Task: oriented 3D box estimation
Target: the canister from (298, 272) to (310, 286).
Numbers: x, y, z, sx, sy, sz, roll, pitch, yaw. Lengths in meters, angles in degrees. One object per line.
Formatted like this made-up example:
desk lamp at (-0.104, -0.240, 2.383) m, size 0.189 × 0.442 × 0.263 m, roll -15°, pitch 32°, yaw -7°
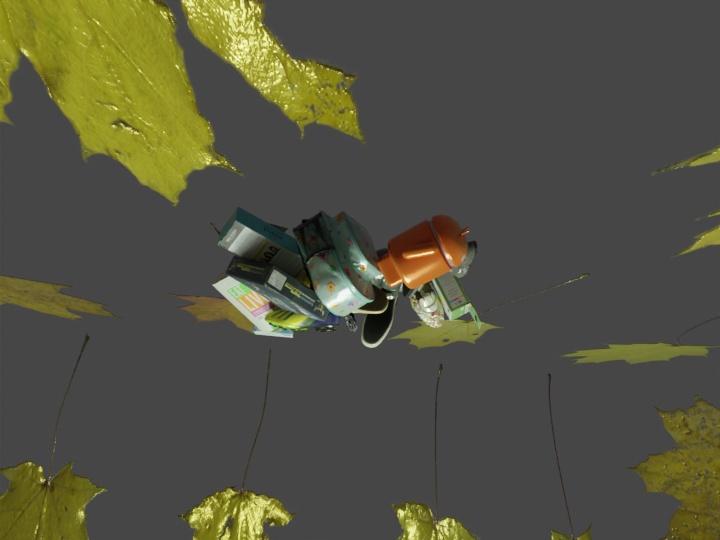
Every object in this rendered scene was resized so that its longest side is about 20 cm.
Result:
canister at (-0.190, 0.015, 1.408) m, size 0.196 × 0.088 × 0.149 m, roll 7°, pitch -157°, yaw -2°

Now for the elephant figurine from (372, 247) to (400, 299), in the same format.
elephant figurine at (0.000, 0.000, 1.283) m, size 0.196 × 0.158 × 0.141 m, roll 8°, pitch -165°, yaw -22°

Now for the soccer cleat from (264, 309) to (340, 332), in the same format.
soccer cleat at (-0.142, 0.108, 1.308) m, size 0.196 × 0.086 × 0.065 m, roll 0°, pitch 169°, yaw 17°

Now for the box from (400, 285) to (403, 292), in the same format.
box at (0.124, 0.022, 1.502) m, size 0.196 × 0.050 × 0.161 m, roll 5°, pitch 166°, yaw -2°

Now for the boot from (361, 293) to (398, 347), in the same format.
boot at (0.057, 0.122, 1.418) m, size 0.071 × 0.203 × 0.145 m, roll 19°, pitch 160°, yaw 9°

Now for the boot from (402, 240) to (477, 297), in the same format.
boot at (0.187, 0.003, 1.252) m, size 0.129 × 0.071 × 0.201 m, roll 11°, pitch 137°, yaw -19°

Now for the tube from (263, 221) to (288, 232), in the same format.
tube at (-0.233, -0.076, 1.255) m, size 0.058 × 0.052 × 0.200 m, roll -32°, pitch 179°, yaw -28°

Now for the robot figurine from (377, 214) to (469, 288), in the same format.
robot figurine at (0.134, -0.038, 1.086) m, size 0.198 × 0.118 × 0.144 m, roll -28°, pitch 138°, yaw 13°

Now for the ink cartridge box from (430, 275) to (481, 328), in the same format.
ink cartridge box at (0.229, 0.063, 1.333) m, size 0.059 × 0.203 × 0.104 m, roll -26°, pitch 162°, yaw 1°

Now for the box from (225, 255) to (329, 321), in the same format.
box at (-0.181, 0.042, 1.183) m, size 0.156 × 0.052 × 0.199 m, roll 12°, pitch 161°, yaw 44°

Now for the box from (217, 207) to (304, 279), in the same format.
box at (-0.206, -0.053, 1.173) m, size 0.198 × 0.050 × 0.082 m, roll 30°, pitch 126°, yaw -27°

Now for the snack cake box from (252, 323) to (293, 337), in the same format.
snack cake box at (-0.241, 0.085, 1.537) m, size 0.112 × 0.204 × 0.067 m, roll 5°, pitch 165°, yaw -4°

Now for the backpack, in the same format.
backpack at (-0.039, -0.013, 1.129) m, size 0.151 × 0.204 × 0.176 m, roll -21°, pitch 156°, yaw 17°

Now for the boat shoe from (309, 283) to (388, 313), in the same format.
boat shoe at (-0.023, 0.064, 1.230) m, size 0.196 × 0.073 × 0.065 m, roll 10°, pitch 155°, yaw 24°

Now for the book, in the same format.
book at (-0.257, 0.065, 1.337) m, size 0.132 × 0.049 × 0.200 m, roll -27°, pitch 123°, yaw 24°

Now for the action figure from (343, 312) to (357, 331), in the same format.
action figure at (-0.031, 0.065, 1.394) m, size 0.116 × 0.202 × 0.103 m, roll 5°, pitch 134°, yaw 13°

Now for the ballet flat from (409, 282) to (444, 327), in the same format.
ballet flat at (0.152, 0.050, 1.337) m, size 0.075 × 0.202 × 0.064 m, roll -27°, pitch 170°, yaw -7°
